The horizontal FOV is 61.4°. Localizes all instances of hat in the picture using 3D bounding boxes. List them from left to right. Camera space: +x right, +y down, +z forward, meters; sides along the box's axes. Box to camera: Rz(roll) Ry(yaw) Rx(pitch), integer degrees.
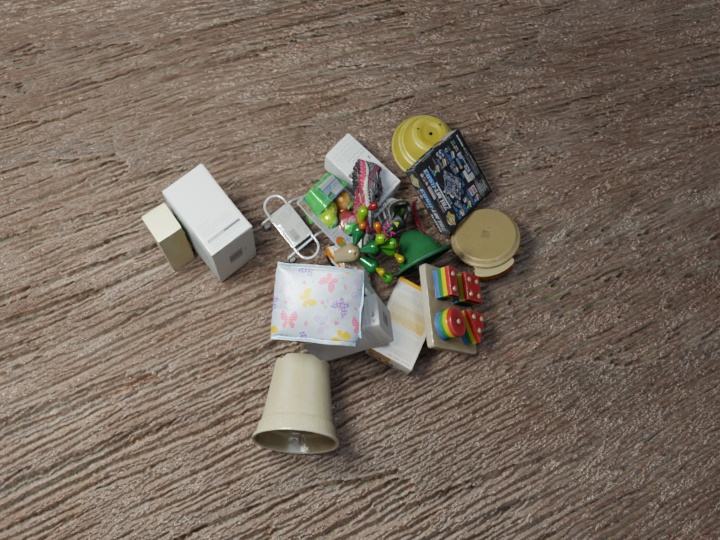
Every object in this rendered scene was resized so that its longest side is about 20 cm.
[{"bbox_3d":[0.123,-0.097,1.546,0.162,0.200,0.180,-25,82,-8],"label":"hat"}]

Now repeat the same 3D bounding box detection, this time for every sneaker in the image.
[{"bbox_3d":[0.000,0.000,1.553,0.091,0.076,0.202,-34,80,-20],"label":"sneaker"},{"bbox_3d":[0.025,-0.191,1.532,0.073,0.081,0.206,7,66,-20],"label":"sneaker"},{"bbox_3d":[0.068,-0.111,1.545,0.074,0.086,0.202,49,59,-26],"label":"sneaker"}]

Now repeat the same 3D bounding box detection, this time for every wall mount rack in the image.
[{"bbox_3d":[-0.156,-0.121,1.574,0.172,0.075,0.201,-37,80,-13],"label":"wall mount rack"}]

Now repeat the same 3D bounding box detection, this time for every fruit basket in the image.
[{"bbox_3d":[-0.049,-0.149,1.557,0.199,0.094,0.186,41,44,-1],"label":"fruit basket"}]

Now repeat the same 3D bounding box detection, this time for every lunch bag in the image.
[{"bbox_3d":[-0.088,0.077,1.332,0.193,0.127,0.175,3,87,6],"label":"lunch bag"}]

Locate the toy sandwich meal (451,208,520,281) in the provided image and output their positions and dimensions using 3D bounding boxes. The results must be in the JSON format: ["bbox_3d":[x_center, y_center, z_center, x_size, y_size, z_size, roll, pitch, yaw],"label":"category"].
[{"bbox_3d":[0.337,-0.071,1.615,0.199,0.071,0.210,-7,57,10],"label":"toy sandwich meal"}]

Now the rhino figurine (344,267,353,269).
[{"bbox_3d":[-0.087,0.052,1.439,0.196,0.088,0.061,-28,84,-15],"label":"rhino figurine"}]

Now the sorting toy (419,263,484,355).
[{"bbox_3d":[0.237,0.093,1.490,0.197,0.068,0.205,16,64,-48],"label":"sorting toy"}]

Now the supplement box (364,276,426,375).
[{"bbox_3d":[0.107,0.139,1.518,0.124,0.074,0.203,27,71,2],"label":"supplement box"}]

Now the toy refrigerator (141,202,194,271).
[{"bbox_3d":[-0.454,-0.078,1.454,0.069,0.201,0.077,-35,78,-17],"label":"toy refrigerator"}]

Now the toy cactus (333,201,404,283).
[{"bbox_3d":[0.012,-0.060,1.462,0.161,0.203,0.103,-14,32,19],"label":"toy cactus"}]

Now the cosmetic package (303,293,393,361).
[{"bbox_3d":[-0.031,0.140,1.438,0.195,0.108,0.087,-16,57,16],"label":"cosmetic package"}]

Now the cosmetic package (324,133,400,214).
[{"bbox_3d":[0.004,-0.259,1.635,0.199,0.074,0.102,41,73,8],"label":"cosmetic package"}]

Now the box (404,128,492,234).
[{"bbox_3d":[0.238,-0.236,1.615,0.198,0.049,0.202,-42,108,-23],"label":"box"}]

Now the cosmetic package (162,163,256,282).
[{"bbox_3d":[-0.363,-0.110,1.475,0.122,0.200,0.201,-37,79,-17],"label":"cosmetic package"}]

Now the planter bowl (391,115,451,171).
[{"bbox_3d":[0.188,-0.361,1.683,0.194,0.084,0.207,2,72,-7],"label":"planter bowl"}]

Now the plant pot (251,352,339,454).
[{"bbox_3d":[-0.139,0.301,1.390,0.194,0.202,0.188,6,59,-5],"label":"plant pot"}]
